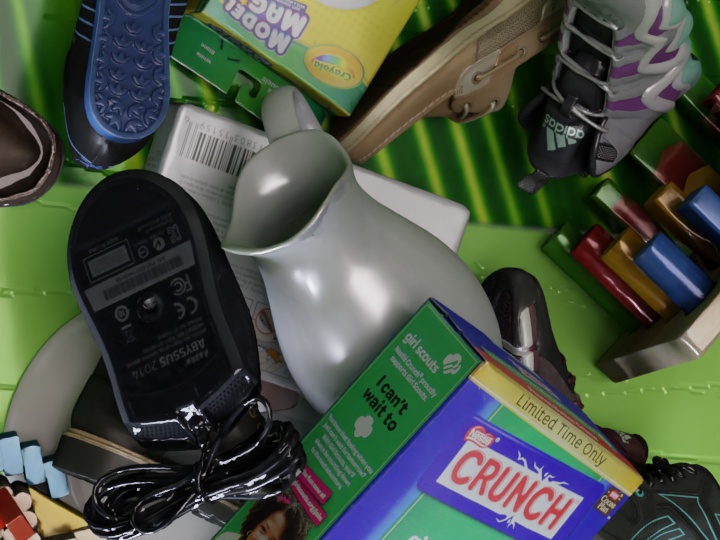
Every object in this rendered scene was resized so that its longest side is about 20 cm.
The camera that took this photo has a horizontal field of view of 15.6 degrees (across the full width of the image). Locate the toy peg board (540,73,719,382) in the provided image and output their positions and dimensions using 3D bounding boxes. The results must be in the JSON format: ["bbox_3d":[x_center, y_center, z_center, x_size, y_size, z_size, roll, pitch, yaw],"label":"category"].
[{"bbox_3d":[0.208,-0.043,1.604,0.098,0.199,0.200,42,79,-2],"label":"toy peg board"}]

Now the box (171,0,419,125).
[{"bbox_3d":[-0.021,-0.185,1.579,0.117,0.048,0.201,33,84,-19],"label":"box"}]

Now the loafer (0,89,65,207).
[{"bbox_3d":[-0.259,-0.087,1.485,0.199,0.071,0.073,20,87,-20],"label":"loafer"}]

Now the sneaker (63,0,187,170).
[{"bbox_3d":[-0.136,-0.155,1.532,0.070,0.078,0.201,19,66,-18],"label":"sneaker"}]

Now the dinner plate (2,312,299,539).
[{"bbox_3d":[-0.116,0.111,1.579,0.199,0.024,0.202,-2,95,-21],"label":"dinner plate"}]

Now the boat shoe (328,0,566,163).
[{"bbox_3d":[0.067,-0.123,1.602,0.200,0.071,0.065,-40,105,-14],"label":"boat shoe"}]

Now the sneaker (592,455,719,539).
[{"bbox_3d":[0.170,0.147,1.612,0.200,0.075,0.080,28,82,-45],"label":"sneaker"}]

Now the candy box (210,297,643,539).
[{"bbox_3d":[0.036,0.138,1.464,0.200,0.077,0.169,-49,133,5],"label":"candy box"}]

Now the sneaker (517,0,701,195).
[{"bbox_3d":[0.136,-0.108,1.581,0.078,0.200,0.140,37,86,26],"label":"sneaker"}]

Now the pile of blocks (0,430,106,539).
[{"bbox_3d":[-0.222,0.115,1.505,0.199,0.062,0.082,26,89,-12],"label":"pile of blocks"}]

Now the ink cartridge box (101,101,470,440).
[{"bbox_3d":[-0.050,0.012,1.584,0.199,0.044,0.175,19,88,-21],"label":"ink cartridge box"}]

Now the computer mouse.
[{"bbox_3d":[-0.105,0.043,1.460,0.138,0.053,0.201,-20,77,20],"label":"computer mouse"}]

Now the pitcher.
[{"bbox_3d":[0.000,0.000,1.522,0.121,0.172,0.200,-24,125,17],"label":"pitcher"}]

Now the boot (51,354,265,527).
[{"bbox_3d":[-0.063,0.082,1.522,0.199,0.077,0.139,21,81,-18],"label":"boot"}]

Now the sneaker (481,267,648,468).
[{"bbox_3d":[0.128,0.090,1.648,0.115,0.076,0.201,-8,107,-25],"label":"sneaker"}]
